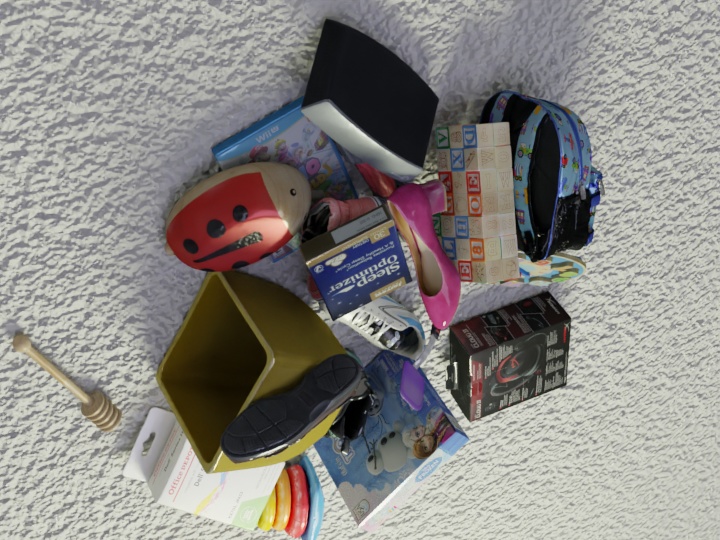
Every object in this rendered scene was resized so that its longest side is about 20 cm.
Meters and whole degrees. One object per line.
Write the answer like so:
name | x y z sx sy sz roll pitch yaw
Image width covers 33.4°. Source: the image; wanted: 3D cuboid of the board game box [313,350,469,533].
board game box | 0.034 0.239 1.748 0.199 0.201 0.043 -46 135 10

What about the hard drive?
hard drive | 0.019 -0.203 1.449 0.199 0.042 0.137 31 67 -42

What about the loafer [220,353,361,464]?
loafer | -0.079 0.181 1.471 0.199 0.072 0.063 -33 147 -17

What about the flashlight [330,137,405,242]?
flashlight | 0.026 -0.118 1.547 0.067 0.069 0.200 1 148 28

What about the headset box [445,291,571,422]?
headset box | 0.222 0.137 1.862 0.198 0.075 0.150 -19 132 -16

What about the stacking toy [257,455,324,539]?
stacking toy | -0.161 0.348 1.806 0.197 0.110 0.118 2 110 -18

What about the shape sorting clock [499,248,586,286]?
shape sorting clock | 0.219 -0.003 1.694 0.198 0.199 0.040 11 80 -35

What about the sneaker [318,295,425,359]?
sneaker | 0.023 0.070 1.698 0.199 0.073 0.072 27 111 -40

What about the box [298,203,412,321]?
box | 0.000 0.000 1.530 0.120 0.033 0.201 -26 152 -2

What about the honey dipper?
honey dipper | -0.381 0.143 1.554 0.038 0.038 0.201 -36 130 1

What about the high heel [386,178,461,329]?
high heel | 0.076 -0.013 1.534 0.095 0.067 0.203 -20 116 -41

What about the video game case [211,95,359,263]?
video game case | -0.088 -0.114 1.525 0.142 0.018 0.201 -30 134 -5

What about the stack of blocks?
stack of blocks | 0.143 -0.089 1.566 0.058 0.115 0.203 -9 98 -34

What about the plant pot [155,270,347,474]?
plant pot | -0.120 0.138 1.595 0.198 0.195 0.197 11 119 -41

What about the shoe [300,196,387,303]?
shoe | -0.045 -0.027 1.556 0.090 0.072 0.200 1 145 -32

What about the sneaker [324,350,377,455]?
sneaker | -0.055 0.225 1.727 0.077 0.140 0.200 29 108 -42

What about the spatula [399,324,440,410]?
spatula | 0.097 0.108 1.719 0.057 0.020 0.202 47 53 -34

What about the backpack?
backpack | 0.234 -0.137 1.589 0.133 0.182 0.203 -13 119 -31

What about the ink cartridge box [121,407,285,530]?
ink cartridge box | -0.221 0.279 1.687 0.198 0.067 0.118 22 97 -27

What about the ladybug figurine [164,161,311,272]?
ladybug figurine | -0.150 -0.057 1.477 0.198 0.072 0.136 -26 134 8
